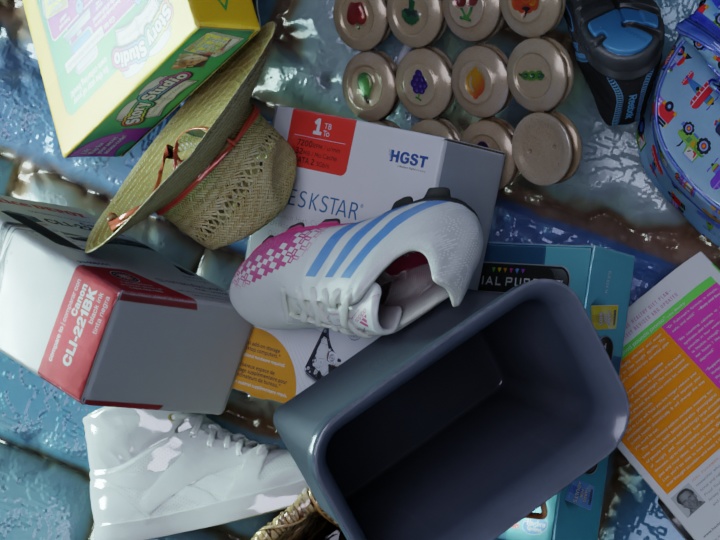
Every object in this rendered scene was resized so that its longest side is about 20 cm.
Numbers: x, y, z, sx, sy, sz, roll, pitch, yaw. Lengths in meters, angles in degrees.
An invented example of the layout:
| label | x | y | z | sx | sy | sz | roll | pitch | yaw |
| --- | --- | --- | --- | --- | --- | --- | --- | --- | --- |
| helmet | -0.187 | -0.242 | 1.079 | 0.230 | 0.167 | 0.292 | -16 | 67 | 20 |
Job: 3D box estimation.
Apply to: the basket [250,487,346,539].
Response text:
| label | x | y | z | sx | sy | sz | roll | pitch | yaw |
| --- | --- | --- | --- | --- | --- | --- | --- | --- | --- |
| basket | -0.040 | 0.261 | 1.573 | 0.200 | 0.149 | 0.143 | -42 | 76 | 5 |

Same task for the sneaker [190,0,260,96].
| label | x | y | z | sx | sy | sz | roll | pitch | yaw |
| --- | --- | --- | --- | --- | --- | --- | --- | --- | --- |
| sneaker | -0.108 | -0.228 | 1.670 | 0.090 | 0.078 | 0.202 | 30 | 106 | 48 |

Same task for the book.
| label | x | y | z | sx | sy | sz | roll | pitch | yaw |
| --- | --- | --- | --- | --- | --- | --- | --- | --- | --- |
| book | 0.234 | 0.091 | 1.528 | 0.133 | 0.048 | 0.200 | -42 | 46 | 5 |

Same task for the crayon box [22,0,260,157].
| label | x | y | z | sx | sy | sz | roll | pitch | yaw |
| --- | --- | --- | --- | --- | --- | --- | --- | --- | --- |
| crayon box | -0.163 | -0.200 | 1.640 | 0.200 | 0.058 | 0.174 | -36 | 66 | 48 |

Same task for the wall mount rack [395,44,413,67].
| label | x | y | z | sx | sy | sz | roll | pitch | yaw |
| --- | --- | --- | --- | --- | --- | --- | --- | --- | --- |
| wall mount rack | 0.030 | -0.240 | 1.655 | 0.200 | 0.075 | 0.174 | 43 | 92 | 16 |

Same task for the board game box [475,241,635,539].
| label | x | y | z | sx | sy | sz | roll | pitch | yaw |
| --- | --- | --- | --- | --- | --- | --- | --- | --- | --- |
| board game box | 0.104 | 0.083 | 1.573 | 0.150 | 0.047 | 0.202 | 4 | 83 | 47 |

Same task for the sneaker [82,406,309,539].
| label | x | y | z | sx | sy | sz | roll | pitch | yaw |
| --- | --- | --- | --- | --- | --- | --- | --- | --- | --- |
| sneaker | -0.105 | 0.123 | 1.643 | 0.198 | 0.074 | 0.117 | -12 | 84 | 14 |

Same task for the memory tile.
| label | x | y | z | sx | sy | sz | roll | pitch | yaw |
| --- | --- | --- | --- | --- | --- | --- | --- | --- | --- |
| memory tile | 0.063 | -0.130 | 1.602 | 0.199 | 0.017 | 0.155 | 0 | 100 | 40 |

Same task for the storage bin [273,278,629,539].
| label | x | y | z | sx | sy | sz | roll | pitch | yaw |
| --- | --- | --- | --- | --- | --- | --- | --- | --- | --- |
| storage bin | 0.050 | 0.099 | 1.461 | 0.199 | 0.134 | 0.146 | -34 | 109 | -15 |

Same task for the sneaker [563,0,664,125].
| label | x | y | z | sx | sy | sz | roll | pitch | yaw |
| --- | --- | --- | --- | --- | --- | --- | --- | --- | --- |
| sneaker | 0.162 | -0.185 | 1.591 | 0.073 | 0.082 | 0.201 | -4 | 46 | 0 |

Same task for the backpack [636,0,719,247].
| label | x | y | z | sx | sy | sz | roll | pitch | yaw |
| --- | --- | --- | --- | --- | --- | --- | --- | --- | --- |
| backpack | 0.278 | -0.114 | 1.545 | 0.200 | 0.134 | 0.183 | -45 | 75 | 8 |

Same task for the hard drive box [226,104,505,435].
| label | x | y | z | sx | sy | sz | roll | pitch | yaw |
| --- | --- | --- | --- | --- | --- | --- | --- | --- | --- |
| hard drive box | 0.000 | 0.000 | 1.593 | 0.155 | 0.077 | 0.202 | 12 | 92 | 38 |

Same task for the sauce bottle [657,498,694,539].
| label | x | y | z | sx | sy | sz | roll | pitch | yaw |
| --- | --- | --- | --- | --- | --- | --- | --- | --- | --- |
| sauce bottle | 0.288 | 0.108 | 1.553 | 0.200 | 0.066 | 0.066 | -42 | 76 | 9 |

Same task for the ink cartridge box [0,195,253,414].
| label | x | y | z | sx | sy | sz | roll | pitch | yaw |
| --- | --- | --- | --- | --- | --- | --- | --- | --- | --- |
| ink cartridge box | -0.194 | 0.020 | 1.604 | 0.199 | 0.144 | 0.084 | 27 | 101 | 37 |

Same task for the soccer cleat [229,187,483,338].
| label | x | y | z | sx | sy | sz | roll | pitch | yaw |
| --- | --- | --- | --- | --- | --- | --- | --- | --- | --- |
| soccer cleat | -0.011 | 0.010 | 1.493 | 0.199 | 0.070 | 0.087 | -21 | 41 | 33 |

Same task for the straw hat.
| label | x | y | z | sx | sy | sz | roll | pitch | yaw |
| --- | --- | --- | --- | --- | --- | --- | --- | --- | --- |
| straw hat | -0.092 | -0.064 | 1.565 | 0.085 | 0.201 | 0.201 | 40 | 95 | -12 |
